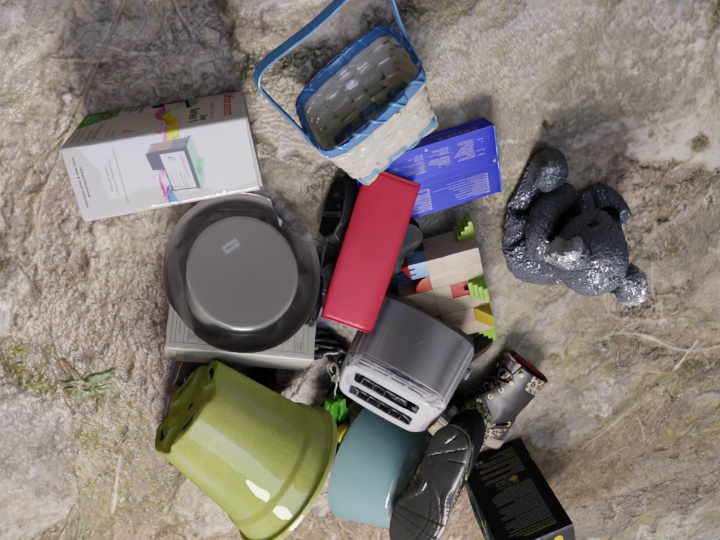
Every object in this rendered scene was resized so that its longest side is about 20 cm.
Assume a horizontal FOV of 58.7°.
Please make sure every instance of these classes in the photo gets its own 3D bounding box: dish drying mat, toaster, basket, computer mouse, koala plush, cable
[{"bbox_3d":[0.012,-0.026,0.830,0.075,0.018,0.206,18,93,-7],"label":"dish drying mat"},{"bbox_3d":[0.054,0.125,0.887,0.196,0.130,0.115,28,141,5],"label":"toaster"},{"bbox_3d":[-0.010,-0.211,0.740,0.174,0.141,0.200,-35,145,5],"label":"basket"},{"bbox_3d":[-0.038,-0.024,0.849,0.033,0.058,0.206,16,89,-32],"label":"computer mouse"},{"bbox_3d":[0.295,-0.031,0.871,0.174,0.201,0.186,25,108,-23],"label":"koala plush"},{"bbox_3d":[-0.096,0.184,0.967,0.200,0.051,0.163,-44,117,10],"label":"cable"}]

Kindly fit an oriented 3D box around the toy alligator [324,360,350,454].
[{"bbox_3d":[-0.035,0.221,0.947,0.054,0.058,0.206,-15,118,-51],"label":"toy alligator"}]

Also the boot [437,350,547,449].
[{"bbox_3d":[0.200,0.195,1.028,0.197,0.074,0.152,31,106,-28],"label":"boot"}]

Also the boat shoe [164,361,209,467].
[{"bbox_3d":[-0.244,0.193,0.924,0.070,0.073,0.205,9,113,-16],"label":"boat shoe"}]

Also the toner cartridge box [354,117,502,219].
[{"bbox_3d":[0.090,-0.129,0.866,0.194,0.043,0.097,-17,119,-4],"label":"toner cartridge box"}]

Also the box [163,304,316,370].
[{"bbox_3d":[-0.161,0.076,0.865,0.194,0.078,0.098,9,69,-16],"label":"box"}]

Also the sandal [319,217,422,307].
[{"bbox_3d":[0.000,-0.001,0.878,0.198,0.049,0.075,-36,137,22],"label":"sandal"}]

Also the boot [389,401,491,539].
[{"bbox_3d":[0.119,0.289,0.903,0.072,0.153,0.208,27,108,20],"label":"boot"}]

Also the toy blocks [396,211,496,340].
[{"bbox_3d":[0.114,0.028,0.927,0.133,0.101,0.203,-13,127,8],"label":"toy blocks"}]

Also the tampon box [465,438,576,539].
[{"bbox_3d":[0.268,0.423,1.080,0.123,0.201,0.153,-20,119,-2],"label":"tampon box"}]

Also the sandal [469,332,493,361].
[{"bbox_3d":[0.117,0.136,0.992,0.196,0.083,0.055,-28,154,-10],"label":"sandal"}]

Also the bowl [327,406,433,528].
[{"bbox_3d":[0.049,0.301,0.966,0.199,0.103,0.206,-32,132,-44],"label":"bowl"}]

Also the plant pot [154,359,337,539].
[{"bbox_3d":[-0.160,0.224,0.842,0.200,0.201,0.184,-44,115,10],"label":"plant pot"}]

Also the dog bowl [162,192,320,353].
[{"bbox_3d":[-0.151,0.007,0.812,0.194,0.059,0.207,5,73,-17],"label":"dog bowl"}]

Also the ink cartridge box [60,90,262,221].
[{"bbox_3d":[-0.218,-0.137,0.733,0.194,0.146,0.086,-11,118,-7],"label":"ink cartridge box"}]
